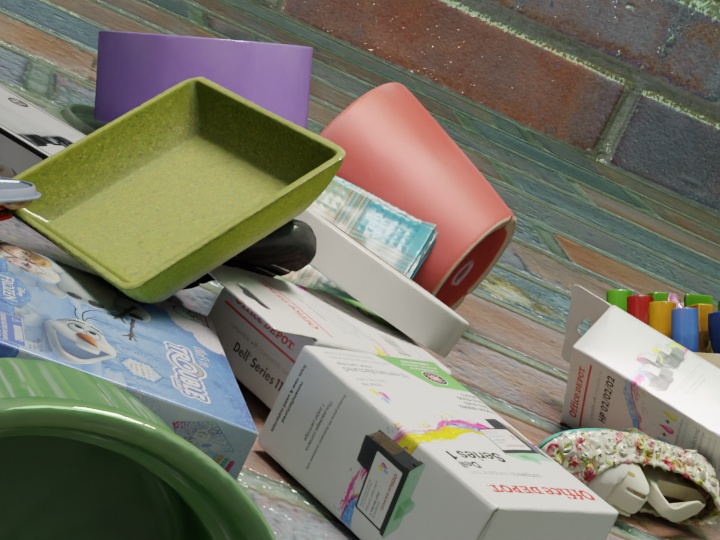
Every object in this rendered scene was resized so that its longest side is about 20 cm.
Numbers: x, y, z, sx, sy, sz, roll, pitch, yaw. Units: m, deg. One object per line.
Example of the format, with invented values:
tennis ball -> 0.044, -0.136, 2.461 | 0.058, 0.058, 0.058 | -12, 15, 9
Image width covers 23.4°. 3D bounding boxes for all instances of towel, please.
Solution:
towel -> -0.046, -0.029, 1.565 | 0.200, 0.147, 0.022 | 28, -31, 5

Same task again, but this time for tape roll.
tape roll -> -0.146, -0.174, 1.620 | 0.200, 0.085, 0.200 | 5, 6, -1
tape roll -> 0.000, 0.000, 1.432 | 0.203, 0.037, 0.203 | 35, 2, -1

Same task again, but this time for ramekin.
ramekin -> -0.132, 0.129, 0.647 | 0.200, 0.200, 0.098 | 20, 7, -23

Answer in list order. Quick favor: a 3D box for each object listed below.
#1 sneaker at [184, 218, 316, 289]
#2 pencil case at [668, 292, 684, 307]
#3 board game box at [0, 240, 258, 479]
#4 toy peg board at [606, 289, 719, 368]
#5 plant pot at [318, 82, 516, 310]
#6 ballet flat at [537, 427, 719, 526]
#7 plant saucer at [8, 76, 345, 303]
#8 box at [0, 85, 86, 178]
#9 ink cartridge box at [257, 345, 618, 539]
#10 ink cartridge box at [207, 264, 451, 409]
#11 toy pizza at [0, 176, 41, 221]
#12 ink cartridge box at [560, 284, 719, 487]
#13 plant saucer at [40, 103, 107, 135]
sneaker -> -0.109, -0.054, 1.361 | 0.200, 0.116, 0.076 | -8, -20, 43
pencil case -> 0.418, 0.106, 1.987 | 0.200, 0.083, 0.086 | 32, 14, 20
board game box -> -0.180, 0.051, 1.158 | 0.199, 0.043, 0.200 | 22, 13, -22
toy peg board -> 0.338, 0.063, 1.690 | 0.200, 0.098, 0.199 | 4, -10, -19
plant pot -> 0.041, -0.052, 1.688 | 0.177, 0.201, 0.200 | 42, 17, 15
ballet flat -> 0.230, 0.172, 1.424 | 0.200, 0.076, 0.064 | 12, 36, -37
plant saucer -> -0.139, -0.053, 1.284 | 0.200, 0.048, 0.200 | -34, 40, -25
box -> -0.303, -0.107, 1.486 | 0.200, 0.060, 0.117 | 31, 14, 18
ink cartridge box -> 0.052, 0.140, 1.171 | 0.145, 0.084, 0.200 | 11, 21, -48
ink cartridge box -> -0.040, 0.062, 1.314 | 0.200, 0.067, 0.117 | 17, 15, -47
toy pizza -> -0.325, -0.052, 1.215 | 0.200, 0.032, 0.200 | 5, 6, -1
ink cartridge box -> 0.249, 0.113, 1.556 | 0.200, 0.115, 0.068 | 32, 56, 25
plant saucer -> -0.241, -0.114, 1.655 | 0.200, 0.050, 0.200 | 24, 14, -6
